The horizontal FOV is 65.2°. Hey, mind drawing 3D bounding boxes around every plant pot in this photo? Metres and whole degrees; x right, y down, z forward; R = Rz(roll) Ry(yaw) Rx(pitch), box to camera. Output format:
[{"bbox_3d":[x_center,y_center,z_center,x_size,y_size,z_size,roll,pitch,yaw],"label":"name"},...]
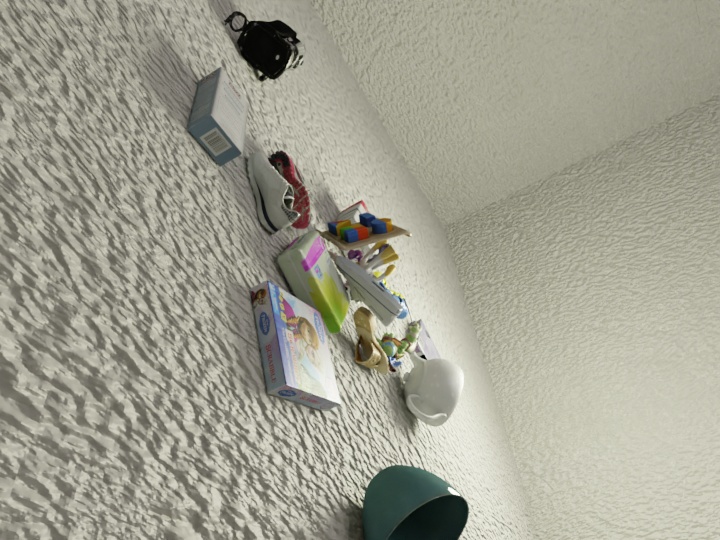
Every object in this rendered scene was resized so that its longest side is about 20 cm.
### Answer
[{"bbox_3d":[0.079,0.441,1.033,0.135,0.200,0.200,41,-7,49],"label":"plant pot"}]

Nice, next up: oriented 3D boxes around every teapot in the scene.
[{"bbox_3d":[0.185,0.325,1.560,0.144,0.200,0.200,25,-20,-6],"label":"teapot"}]

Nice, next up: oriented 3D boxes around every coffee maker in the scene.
[{"bbox_3d":[-0.252,-0.638,1.565,0.194,0.133,0.201,59,17,-18],"label":"coffee maker"}]

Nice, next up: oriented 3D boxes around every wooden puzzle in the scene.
[{"bbox_3d":[0.004,-0.106,1.416,0.185,0.197,0.047,-148,-130,-62],"label":"wooden puzzle"}]

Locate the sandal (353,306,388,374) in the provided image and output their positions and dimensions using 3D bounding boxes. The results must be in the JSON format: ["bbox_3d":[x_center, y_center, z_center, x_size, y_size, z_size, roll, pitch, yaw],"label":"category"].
[{"bbox_3d":[0.008,0.189,1.349,0.070,0.077,0.214,-42,132,-35],"label":"sandal"}]

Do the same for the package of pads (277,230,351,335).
[{"bbox_3d":[-0.095,0.025,1.231,0.202,0.067,0.155,65,16,-14],"label":"package of pads"}]

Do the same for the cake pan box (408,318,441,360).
[{"bbox_3d":[0.219,0.285,1.892,0.186,0.052,0.200,60,17,-11],"label":"cake pan box"}]

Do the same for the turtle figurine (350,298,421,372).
[{"bbox_3d":[0.087,0.156,1.479,0.202,0.143,0.194,62,6,15],"label":"turtle figurine"}]

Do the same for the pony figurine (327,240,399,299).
[{"bbox_3d":[0.000,0.000,1.419,0.167,0.199,0.193,52,4,-19],"label":"pony figurine"}]

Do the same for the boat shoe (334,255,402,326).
[{"bbox_3d":[0.005,0.047,1.289,0.200,0.066,0.073,43,15,20],"label":"boat shoe"}]

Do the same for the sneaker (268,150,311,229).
[{"bbox_3d":[-0.155,-0.189,1.330,0.075,0.080,0.202,34,35,-64],"label":"sneaker"}]

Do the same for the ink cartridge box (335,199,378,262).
[{"bbox_3d":[-0.007,-0.106,1.671,0.147,0.083,0.200,61,17,-14],"label":"ink cartridge box"}]

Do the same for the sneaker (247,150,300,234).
[{"bbox_3d":[-0.186,-0.179,1.218,0.076,0.080,0.202,26,41,-63],"label":"sneaker"}]

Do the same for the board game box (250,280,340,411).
[{"bbox_3d":[-0.117,0.144,1.042,0.199,0.041,0.202,39,31,-57],"label":"board game box"}]

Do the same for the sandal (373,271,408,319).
[{"bbox_3d":[0.077,0.093,1.684,0.200,0.079,0.088,42,30,-36],"label":"sandal"}]

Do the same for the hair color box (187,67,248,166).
[{"bbox_3d":[-0.283,-0.313,1.137,0.099,0.060,0.202,52,22,-40],"label":"hair color box"}]
